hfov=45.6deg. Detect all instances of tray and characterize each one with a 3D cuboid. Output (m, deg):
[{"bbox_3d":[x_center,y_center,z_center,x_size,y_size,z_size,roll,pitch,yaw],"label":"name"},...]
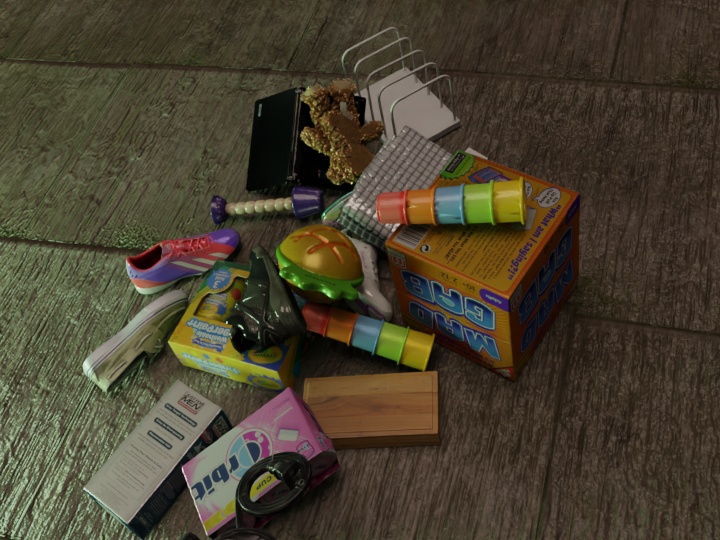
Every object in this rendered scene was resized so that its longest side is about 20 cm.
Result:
[{"bbox_3d":[0.015,0.199,1.220,0.196,0.037,0.100,-5,51,11],"label":"tray"}]

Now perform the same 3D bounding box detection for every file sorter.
[{"bbox_3d":[0.069,-0.333,1.569,0.137,0.126,0.201,-29,51,-11],"label":"file sorter"}]

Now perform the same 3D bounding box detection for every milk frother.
[{"bbox_3d":[-0.103,0.352,1.028,0.199,0.190,0.180,-37,54,-17],"label":"milk frother"}]

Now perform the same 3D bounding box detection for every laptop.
[{"bbox_3d":[-0.099,-0.227,1.555,0.196,0.103,0.181,6,79,-10],"label":"laptop"}]

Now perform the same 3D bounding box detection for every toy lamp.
[{"bbox_3d":[-0.161,-0.115,1.498,0.195,0.059,0.059,-2,51,11],"label":"toy lamp"}]

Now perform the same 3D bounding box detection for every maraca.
[{"bbox_3d":[-0.058,-0.003,1.231,0.134,0.109,0.200,14,17,-6],"label":"maraca"}]

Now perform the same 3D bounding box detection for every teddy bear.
[{"bbox_3d":[-0.034,-0.241,1.491,0.144,0.067,0.202,-31,81,-24],"label":"teddy bear"}]

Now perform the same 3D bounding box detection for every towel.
[{"bbox_3d":[0.078,-0.117,1.391,0.164,0.086,0.201,32,63,6],"label":"towel"}]

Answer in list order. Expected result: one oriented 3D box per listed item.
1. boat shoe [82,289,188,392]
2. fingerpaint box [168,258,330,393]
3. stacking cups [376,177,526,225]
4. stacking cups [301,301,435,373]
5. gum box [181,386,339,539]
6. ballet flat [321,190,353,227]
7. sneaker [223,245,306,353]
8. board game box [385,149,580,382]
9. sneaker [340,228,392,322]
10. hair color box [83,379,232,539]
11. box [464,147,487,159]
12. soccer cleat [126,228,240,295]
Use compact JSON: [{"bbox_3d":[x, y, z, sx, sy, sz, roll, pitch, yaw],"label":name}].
[{"bbox_3d":[-0.347,0.113,1.367,0.199,0.072,0.062,-42,79,-15],"label":"boat shoe"},{"bbox_3d":[-0.170,0.083,1.331,0.196,0.074,0.169,13,56,23],"label":"fingerpaint box"},{"bbox_3d":[0.119,-0.085,1.135,0.196,0.061,0.061,-3,51,13],"label":"stacking cups"},{"bbox_3d":[0.008,0.096,1.254,0.196,0.061,0.061,15,55,5],"label":"stacking cups"},{"bbox_3d":[-0.131,0.263,1.157,0.199,0.066,0.114,-37,50,1],"label":"gum box"},{"bbox_3d":[0.028,-0.120,1.456,0.199,0.069,0.071,-36,72,-15],"label":"ballet flat"},{"bbox_3d":[-0.156,0.044,1.260,0.113,0.077,0.201,-30,42,3],"label":"sneaker"},{"bbox_3d":[0.182,-0.009,1.234,0.197,0.202,0.201,25,61,29],"label":"board game box"},{"bbox_3d":[0.000,0.000,1.354,0.099,0.075,0.200,-34,52,-12],"label":"sneaker"},{"bbox_3d":[-0.285,0.266,1.223,0.099,0.061,0.201,25,62,29],"label":"hair color box"},{"bbox_3d":[0.128,-0.109,1.324,0.041,0.039,0.201,30,62,20],"label":"box"},{"bbox_3d":[-0.299,-0.027,1.450,0.197,0.074,0.069,-24,50,-5],"label":"soccer cleat"}]
